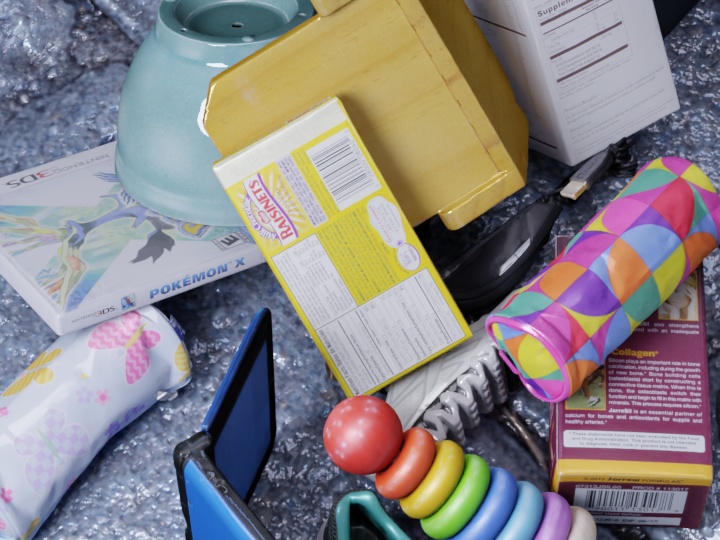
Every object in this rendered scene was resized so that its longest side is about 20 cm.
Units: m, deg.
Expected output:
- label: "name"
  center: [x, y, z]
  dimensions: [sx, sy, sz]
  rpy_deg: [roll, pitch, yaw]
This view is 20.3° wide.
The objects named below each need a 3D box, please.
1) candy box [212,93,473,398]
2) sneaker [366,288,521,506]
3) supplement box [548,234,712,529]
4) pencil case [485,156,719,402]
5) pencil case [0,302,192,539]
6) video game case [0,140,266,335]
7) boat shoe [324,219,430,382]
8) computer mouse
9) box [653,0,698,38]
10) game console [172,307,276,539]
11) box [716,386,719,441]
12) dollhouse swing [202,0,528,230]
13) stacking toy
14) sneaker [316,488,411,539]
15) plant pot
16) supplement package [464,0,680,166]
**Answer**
- label: "candy box"
  center: [-0.011, -0.014, 1.420]
  dimensions: [0.102, 0.026, 0.200]
  rpy_deg: [-28, 103, 6]
- label: "sneaker"
  center: [0.064, 0.080, 1.480]
  dimensions: [0.081, 0.075, 0.200]
  rpy_deg: [28, 61, 26]
- label: "supplement box"
  center: [0.194, 0.080, 1.467]
  dimensions: [0.110, 0.086, 0.200]
  rpy_deg: [2, 58, 2]
- label: "pencil case"
  center: [0.177, 0.004, 1.419]
  dimensions: [0.088, 0.088, 0.200]
  rpy_deg: [38, 63, 21]
- label: "pencil case"
  center: [-0.212, 0.105, 1.453]
  dimensions: [0.200, 0.091, 0.083]
  rpy_deg: [-45, 28, -25]
- label: "video game case"
  center: [-0.191, -0.033, 1.516]
  dimensions: [0.182, 0.022, 0.200]
  rpy_deg: [-21, 39, -27]
- label: "boat shoe"
  center: [0.000, 0.000, 1.532]
  dimensions: [0.074, 0.076, 0.200]
  rpy_deg: [9, 50, 12]
- label: "computer mouse"
  center: [0.131, -0.025, 1.513]
  dimensions: [0.200, 0.140, 0.046]
  rpy_deg: [-36, 89, -23]
- label: "box"
  center: [0.217, -0.313, 1.699]
  dimensions: [0.197, 0.124, 0.200]
  rpy_deg: [35, 64, 18]
- label: "game console"
  center: [-0.056, 0.156, 1.350]
  dimensions: [0.118, 0.200, 0.171]
  rpy_deg: [-33, 64, -19]
- label: "box"
  center: [0.330, 0.121, 1.374]
  dimensions: [0.131, 0.199, 0.200]
  rpy_deg: [1, 57, -1]
- label: "dollhouse swing"
  center: [0.001, -0.125, 1.484]
  dimensions: [0.176, 0.200, 0.182]
  rpy_deg: [-27, 20, 17]
- label: "stacking toy"
  center: [0.061, 0.151, 1.377]
  dimensions: [0.200, 0.085, 0.085]
  rpy_deg: [35, 60, -11]
- label: "sneaker"
  center: [0.024, 0.234, 1.365]
  dimensions: [0.078, 0.091, 0.200]
  rpy_deg: [-25, 61, -14]
- label: "plant pot"
  center: [-0.093, -0.143, 1.539]
  dimensions: [0.200, 0.134, 0.200]
  rpy_deg: [-1, 33, 1]
- label: "supplement package"
  center: [0.154, -0.202, 1.565]
  dimensions: [0.110, 0.200, 0.114]
  rpy_deg: [-29, 29, -17]
